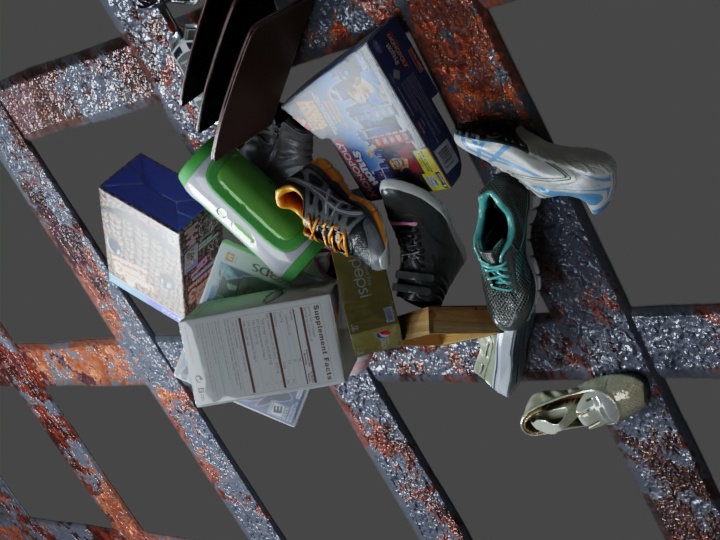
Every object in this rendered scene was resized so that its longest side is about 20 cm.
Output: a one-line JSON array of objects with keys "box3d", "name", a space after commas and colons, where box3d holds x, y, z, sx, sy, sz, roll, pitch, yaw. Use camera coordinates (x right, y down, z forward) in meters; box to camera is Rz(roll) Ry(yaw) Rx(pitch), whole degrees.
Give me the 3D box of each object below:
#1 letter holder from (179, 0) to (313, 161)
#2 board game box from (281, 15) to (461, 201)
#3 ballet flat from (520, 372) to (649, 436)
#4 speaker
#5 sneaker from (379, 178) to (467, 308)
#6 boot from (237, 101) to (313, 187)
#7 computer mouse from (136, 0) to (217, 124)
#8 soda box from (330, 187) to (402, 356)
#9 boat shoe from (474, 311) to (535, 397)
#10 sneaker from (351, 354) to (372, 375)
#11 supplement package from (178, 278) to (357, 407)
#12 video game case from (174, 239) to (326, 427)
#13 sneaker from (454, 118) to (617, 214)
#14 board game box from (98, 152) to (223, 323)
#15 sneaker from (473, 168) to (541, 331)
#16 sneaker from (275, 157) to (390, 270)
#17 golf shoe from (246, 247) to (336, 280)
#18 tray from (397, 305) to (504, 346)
[{"box3d": [-0.154, -0.249, 1.587, 0.100, 0.142, 0.201, 33, 131, 11], "name": "letter holder"}, {"box3d": [0.008, -0.184, 1.598, 0.199, 0.062, 0.201, -4, 124, 49], "name": "board game box"}, {"box3d": [0.279, 0.178, 1.686, 0.068, 0.062, 0.199, 52, 144, -11], "name": "ballet flat"}, {"box3d": [-0.138, -0.079, 1.724, 0.200, 0.089, 0.088, 43, 144, -2], "name": "speaker"}, {"box3d": [0.067, -0.024, 1.612, 0.070, 0.100, 0.200, 8, 153, 32], "name": "sneaker"}, {"box3d": [-0.136, -0.170, 1.764, 0.198, 0.070, 0.133, 14, 129, 24], "name": "boot"}, {"box3d": [-0.209, -0.283, 1.733, 0.109, 0.044, 0.201, -11, 111, 44], "name": "computer mouse"}, {"box3d": [0.000, 0.000, 1.678, 0.068, 0.063, 0.202, 78, 180, -62], "name": "soda box"}, {"box3d": [0.176, 0.087, 1.691, 0.062, 0.072, 0.201, 24, 142, 18], "name": "boat shoe"}, {"box3d": [-0.071, 0.091, 1.908, 0.199, 0.076, 0.105, 24, 159, 12], "name": "sneaker"}, {"box3d": [-0.115, 0.090, 1.715, 0.198, 0.117, 0.119, -10, 98, 9], "name": "supplement package"}, {"box3d": [-0.134, 0.084, 1.787, 0.181, 0.023, 0.202, 22, 103, 3], "name": "video game case"}, {"box3d": [0.187, -0.116, 1.476, 0.199, 0.072, 0.073, 23, 124, 27], "name": "sneaker"}, {"box3d": [-0.294, -0.045, 2.004, 0.159, 0.097, 0.201, 28, 141, 22], "name": "board game box"}, {"box3d": [0.158, -0.020, 1.539, 0.077, 0.091, 0.202, 7, 111, 31], "name": "sneaker"}, {"box3d": [-0.030, -0.057, 1.618, 0.200, 0.077, 0.079, 45, 150, 42], "name": "sneaker"}, {"box3d": [-0.071, -0.004, 1.855, 0.199, 0.075, 0.092, 23, 132, 15], "name": "golf shoe"}, {"box3d": [0.096, 0.070, 1.686, 0.200, 0.098, 0.037, 154, 115, -71], "name": "tray"}]
